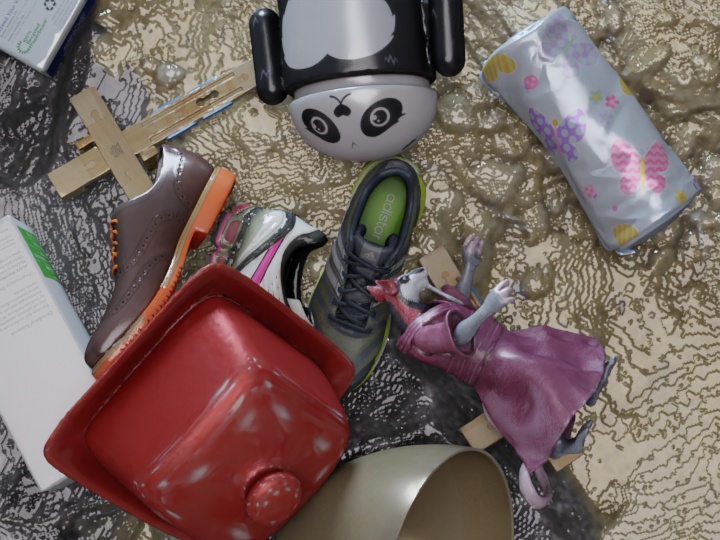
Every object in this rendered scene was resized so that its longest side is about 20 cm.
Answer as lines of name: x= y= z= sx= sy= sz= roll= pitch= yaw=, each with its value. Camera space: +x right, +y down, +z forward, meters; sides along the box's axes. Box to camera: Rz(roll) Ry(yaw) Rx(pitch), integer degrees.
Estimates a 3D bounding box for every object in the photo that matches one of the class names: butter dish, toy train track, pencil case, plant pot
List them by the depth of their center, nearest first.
butter dish: x=-0.091 y=0.130 z=1.312 sx=0.200 sy=0.200 sz=0.148 roll=-48 pitch=43 yaw=2
plant pot: x=0.013 y=0.222 z=1.371 sx=0.134 sy=0.200 sz=0.202 roll=9 pitch=86 yaw=31
pencil case: x=0.182 y=-0.111 z=1.428 sx=0.091 sy=0.083 sz=0.200 roll=-37 pitch=87 yaw=-3
toy train track: x=0.109 y=0.072 z=1.439 sx=0.114 sy=0.033 sz=0.201 roll=-31 pitch=81 yaw=-9
toy train track: x=-0.161 y=-0.115 z=1.462 sx=0.199 sy=0.033 sz=0.115 roll=-30 pitch=79 yaw=-7

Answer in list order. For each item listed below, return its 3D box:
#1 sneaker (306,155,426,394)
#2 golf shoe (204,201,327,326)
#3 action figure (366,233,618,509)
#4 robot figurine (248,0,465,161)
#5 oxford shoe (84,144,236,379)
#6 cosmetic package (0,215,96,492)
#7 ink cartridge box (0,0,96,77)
sneaker: x=0.000 y=0.000 z=1.424 sx=0.073 sy=0.081 sz=0.201 roll=14 pitch=87 yaw=2
golf shoe: x=-0.087 y=0.049 z=1.418 sx=0.092 sy=0.073 sz=0.201 roll=13 pitch=87 yaw=18
action figure: x=0.091 y=0.064 z=1.379 sx=0.199 sy=0.134 sz=0.150 roll=25 pitch=104 yaw=3
robot figurine: x=-0.004 y=-0.187 z=1.414 sx=0.124 sy=0.150 sz=0.201 roll=-3 pitch=85 yaw=-28
oxford shoe: x=-0.171 y=-0.008 z=1.387 sx=0.072 sy=0.071 sz=0.201 roll=31 pitch=62 yaw=-7
cosmetic package: x=-0.256 y=0.068 z=1.412 sx=0.085 sy=0.108 sz=0.201 roll=-30 pitch=88 yaw=-3
ink cartridge box: x=-0.291 y=-0.291 z=1.468 sx=0.199 sy=0.041 sz=0.200 roll=31 pitch=87 yaw=3
